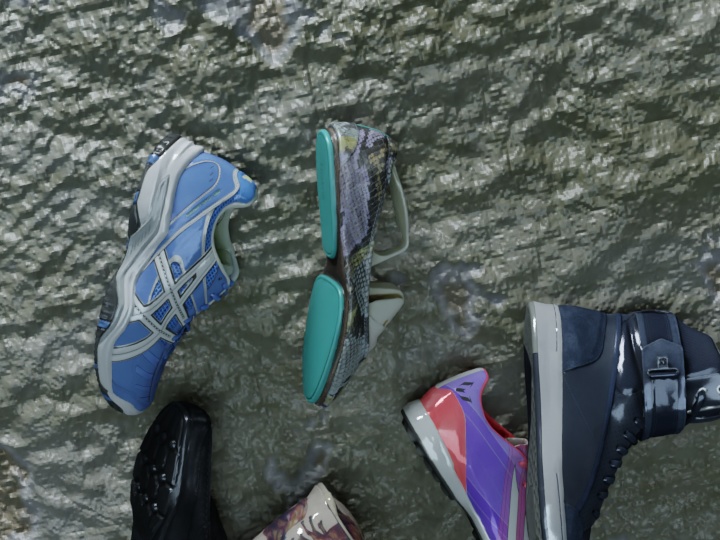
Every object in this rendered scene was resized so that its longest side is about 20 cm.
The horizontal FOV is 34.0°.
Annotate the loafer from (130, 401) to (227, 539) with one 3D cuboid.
[{"bbox_3d":[-0.133,0.190,0.876,0.069,0.068,0.204,-2,111,-35],"label":"loafer"}]

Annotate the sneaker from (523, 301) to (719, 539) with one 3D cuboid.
[{"bbox_3d":[0.185,0.124,0.802,0.143,0.077,0.206,2,77,0],"label":"sneaker"}]

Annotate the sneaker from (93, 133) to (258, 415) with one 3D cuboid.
[{"bbox_3d":[-0.130,0.013,0.816,0.076,0.076,0.203,19,107,2],"label":"sneaker"}]

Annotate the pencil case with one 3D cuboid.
[{"bbox_3d":[-0.077,0.249,0.848,0.199,0.078,0.090,-40,125,-8],"label":"pencil case"}]

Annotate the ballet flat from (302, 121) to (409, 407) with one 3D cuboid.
[{"bbox_3d":[0.000,0.000,0.814,0.071,0.072,0.204,5,107,2],"label":"ballet flat"}]

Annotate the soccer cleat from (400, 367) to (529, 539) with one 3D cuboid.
[{"bbox_3d":[0.107,0.165,0.855,0.073,0.068,0.201,-33,102,0],"label":"soccer cleat"}]
